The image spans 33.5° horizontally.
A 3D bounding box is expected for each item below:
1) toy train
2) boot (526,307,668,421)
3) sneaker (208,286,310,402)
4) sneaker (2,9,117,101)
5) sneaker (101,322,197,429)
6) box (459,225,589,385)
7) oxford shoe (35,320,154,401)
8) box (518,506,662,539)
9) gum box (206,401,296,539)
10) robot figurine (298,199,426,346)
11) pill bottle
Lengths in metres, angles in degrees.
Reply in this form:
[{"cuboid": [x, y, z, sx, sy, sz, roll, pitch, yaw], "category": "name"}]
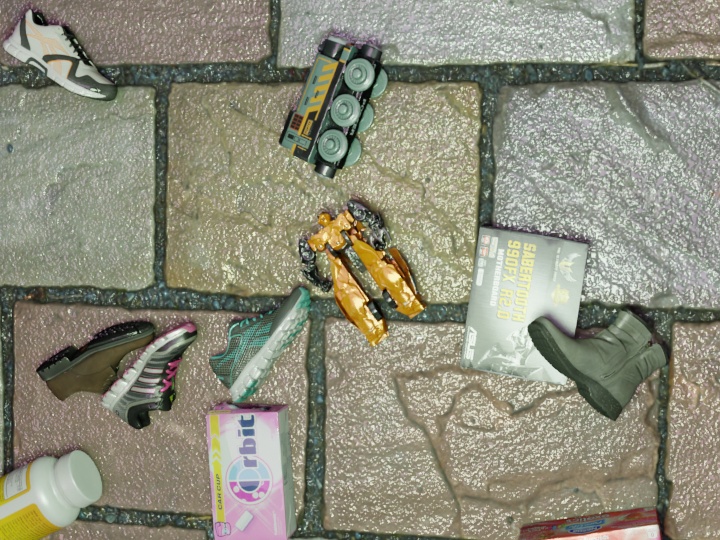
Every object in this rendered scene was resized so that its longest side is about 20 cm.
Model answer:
[{"cuboid": [-0.039, -0.237, 1.721, 0.113, 0.085, 0.203, 24, 98, 19], "category": "toy train"}, {"cuboid": [0.325, 0.098, 1.638, 0.200, 0.068, 0.131, 44, 83, -20], "category": "boot"}, {"cuboid": [-0.153, 0.095, 1.769, 0.091, 0.077, 0.201, 40, 99, 11], "category": "sneaker"}, {"cuboid": [-0.446, -0.323, 1.807, 0.198, 0.074, 0.081, 32, 97, 8], "category": "sneaker"}, {"cuboid": [-0.301, 0.164, 1.806, 0.088, 0.074, 0.200, 46, 106, 6], "category": "sneaker"}, {"cuboid": [0.231, 0.048, 1.692, 0.156, 0.048, 0.204, 10, 96, 12], "category": "box"}, {"cuboid": [-0.391, 0.140, 1.833, 0.198, 0.073, 0.085, -26, 104, 15], "category": "oxford shoe"}, {"cuboid": [0.325, 0.403, 1.670, 0.196, 0.095, 0.105, -10, 92, 13], "category": "box"}, {"cuboid": [-0.162, 0.296, 1.784, 0.111, 0.066, 0.204, -3, 92, 11], "category": "gum box"}, {"cuboid": [0.000, 0.000, 1.736, 0.144, 0.058, 0.201, -35, 86, 12], "category": "robot figurine"}, {"cuboid": [-0.502, 0.355, 1.840, 0.198, 0.113, 0.114, -27, 88, 13], "category": "pill bottle"}]
